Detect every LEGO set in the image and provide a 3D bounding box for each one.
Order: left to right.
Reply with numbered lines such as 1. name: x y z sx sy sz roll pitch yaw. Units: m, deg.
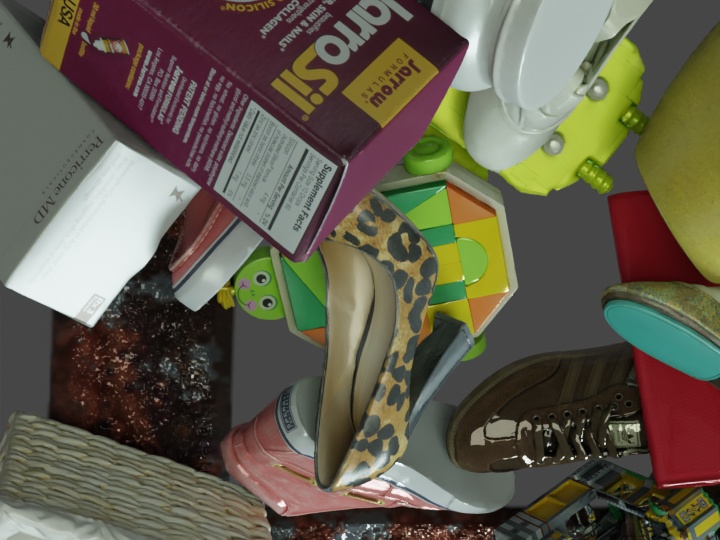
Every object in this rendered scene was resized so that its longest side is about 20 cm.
1. LEGO set: 0.172 0.229 1.453 0.116 0.153 0.201 -32 127 -26

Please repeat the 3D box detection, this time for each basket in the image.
1. basket: -0.169 0.225 1.397 0.199 0.161 0.199 20 110 -11

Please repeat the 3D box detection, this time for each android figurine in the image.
1. android figurine: 0.102 -0.130 1.407 0.200 0.041 0.182 38 98 -14

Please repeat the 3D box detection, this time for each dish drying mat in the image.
1. dish drying mat: 0.213 0.043 1.426 0.076 0.018 0.202 -3 73 -15

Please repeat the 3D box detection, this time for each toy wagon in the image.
1. toy wagon: 0.000 0.000 1.411 0.198 0.040 0.156 -11 120 2

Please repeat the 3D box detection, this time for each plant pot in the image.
1. plant pot: 0.259 -0.071 1.377 0.141 0.200 0.201 -31 108 16

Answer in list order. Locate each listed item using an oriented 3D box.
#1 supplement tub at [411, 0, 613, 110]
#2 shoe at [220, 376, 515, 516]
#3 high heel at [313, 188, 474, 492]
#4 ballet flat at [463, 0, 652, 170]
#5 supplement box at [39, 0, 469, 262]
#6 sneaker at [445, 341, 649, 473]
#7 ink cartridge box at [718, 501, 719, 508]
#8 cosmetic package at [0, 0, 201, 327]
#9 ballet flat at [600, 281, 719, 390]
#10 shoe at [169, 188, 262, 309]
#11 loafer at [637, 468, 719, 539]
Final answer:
1. supplement tub: 0.043 -0.193 1.289 0.199 0.140 0.141 29 102 20
2. shoe: 0.005 0.129 1.457 0.199 0.072 0.091 20 144 -34
3. high heel: -0.012 0.037 1.327 0.143 0.071 0.200 -51 129 -21
4. ballet flat: 0.134 -0.145 1.350 0.069 0.069 0.200 35 97 -15
5. supplement box: -0.062 -0.126 1.226 0.200 0.131 0.103 38 143 7
6. sneaker: 0.155 0.092 1.436 0.199 0.076 0.071 -19 117 -16
7. ink cartridge box: 0.327 0.219 1.490 0.136 0.077 0.201 -18 140 -2
8. cosmetic package: -0.194 -0.072 1.296 0.113 0.200 0.081 -52 136 7
9. ballet flat: 0.244 0.050 1.387 0.199 0.071 0.071 33 100 -8
10. shoe: -0.093 -0.064 1.320 0.091 0.201 0.071 40 129 -12
11. loafer: 0.275 0.130 1.487 0.200 0.071 0.073 -41 107 5
